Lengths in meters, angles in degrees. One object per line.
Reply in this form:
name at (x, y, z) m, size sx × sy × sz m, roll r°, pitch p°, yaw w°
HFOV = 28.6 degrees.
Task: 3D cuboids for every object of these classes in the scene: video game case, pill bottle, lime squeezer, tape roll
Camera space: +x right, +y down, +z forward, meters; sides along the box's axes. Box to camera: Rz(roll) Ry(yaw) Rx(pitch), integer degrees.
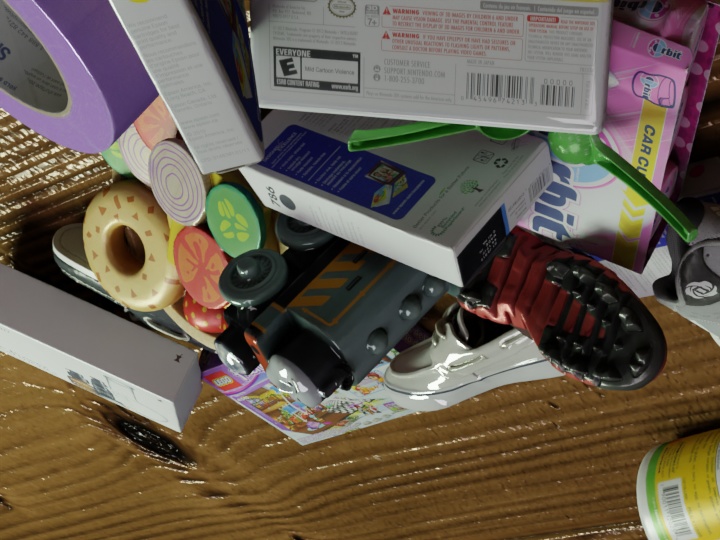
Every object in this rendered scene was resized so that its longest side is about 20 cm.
video game case at (0.036, -0.170, 0.751) m, size 0.199 × 0.023 × 0.183 m, roll 7°, pitch 112°, yaw 16°
pill bottle at (0.335, 0.175, 1.149) m, size 0.111 × 0.111 × 0.200 m, roll 36°, pitch 140°, yaw -30°
lime squeezer at (0.098, -0.072, 0.784) m, size 0.199 × 0.071 × 0.038 m, roll 17°, pitch 129°, yaw 18°
tape roll at (-0.201, -0.162, 0.827) m, size 0.200 × 0.066 × 0.200 m, roll 34°, pitch 160°, yaw 15°

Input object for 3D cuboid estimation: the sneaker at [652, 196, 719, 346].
sneaker at (0.256, -0.028, 0.860) m, size 0.115 × 0.075 × 0.200 m, roll 24°, pitch 128°, yaw -22°

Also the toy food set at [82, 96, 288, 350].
toy food set at (-0.120, -0.032, 0.991) m, size 0.200 × 0.049 × 0.198 m, roll 37°, pitch 133°, yaw 29°

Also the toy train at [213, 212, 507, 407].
toy train at (0.000, 0.000, 0.893) m, size 0.114 × 0.200 × 0.085 m, roll 28°, pitch 153°, yaw 40°

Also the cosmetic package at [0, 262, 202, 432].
cosmetic package at (-0.232, 0.063, 1.183) m, size 0.199 × 0.052 × 0.151 m, roll 24°, pitch 162°, yaw 3°

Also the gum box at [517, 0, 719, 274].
gum box at (0.139, -0.098, 0.842) m, size 0.113 × 0.066 × 0.200 m, roll 23°, pitch 149°, yaw 18°

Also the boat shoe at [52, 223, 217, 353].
boat shoe at (-0.153, 0.023, 1.126) m, size 0.199 × 0.076 × 0.060 m, roll 22°, pitch 127°, yaw -4°

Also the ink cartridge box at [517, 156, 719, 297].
ink cartridge box at (0.213, -0.026, 0.972) m, size 0.200 × 0.037 × 0.095 m, roll -11°, pitch 138°, yaw 36°

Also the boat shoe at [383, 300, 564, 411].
boat shoe at (0.088, 0.053, 1.061) m, size 0.200 × 0.072 × 0.066 m, roll -14°, pitch 124°, yaw 43°

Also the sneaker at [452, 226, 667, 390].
sneaker at (0.141, 0.025, 0.914) m, size 0.098 × 0.071 × 0.200 m, roll 19°, pitch -172°, yaw -34°

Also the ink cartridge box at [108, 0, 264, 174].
ink cartridge box at (-0.104, -0.184, 0.715) m, size 0.047 × 0.198 × 0.200 m, roll -16°, pitch 141°, yaw 8°

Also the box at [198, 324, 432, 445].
box at (-0.027, 0.084, 1.212) m, size 0.200 × 0.039 × 0.137 m, roll -21°, pitch 133°, yaw 41°

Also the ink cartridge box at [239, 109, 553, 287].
ink cartridge box at (0.008, -0.065, 0.867) m, size 0.200 × 0.099 × 0.039 m, roll 25°, pitch 150°, yaw 33°
